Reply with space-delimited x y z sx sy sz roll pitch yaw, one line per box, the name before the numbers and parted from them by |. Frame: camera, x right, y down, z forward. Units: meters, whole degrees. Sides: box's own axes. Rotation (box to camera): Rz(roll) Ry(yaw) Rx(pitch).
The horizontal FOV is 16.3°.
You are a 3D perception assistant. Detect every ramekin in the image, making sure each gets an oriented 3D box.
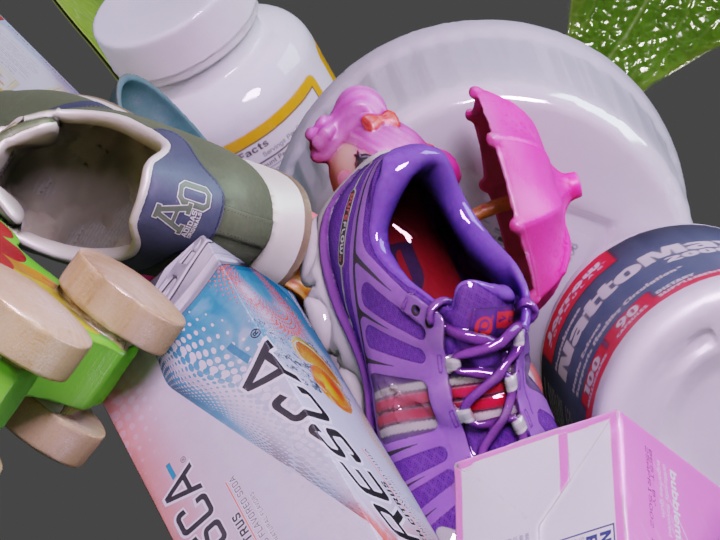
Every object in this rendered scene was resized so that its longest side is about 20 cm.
ramekin | 0.059 -0.008 1.148 0.200 0.200 0.098 42 9 -12

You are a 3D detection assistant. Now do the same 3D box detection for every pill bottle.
pill bottle | -0.058 -0.069 1.331 0.200 0.113 0.113 59 -3 -33
pill bottle | 0.135 0.044 1.008 0.120 0.120 0.200 42 3 -10

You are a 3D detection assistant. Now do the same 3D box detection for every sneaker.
sneaker | -0.119 -0.039 0.962 0.200 0.067 0.090 14 -1 37
sneaker | 0.036 0.046 0.901 0.200 0.080 0.083 66 -30 18

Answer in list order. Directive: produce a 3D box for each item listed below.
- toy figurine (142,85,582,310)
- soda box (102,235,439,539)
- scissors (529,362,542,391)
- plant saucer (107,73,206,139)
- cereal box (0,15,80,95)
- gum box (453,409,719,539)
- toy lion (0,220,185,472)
toy figurine | 0.000 0.000 1.035 0.200 0.184 0.150 36 -4 -8
soda box | -0.023 0.085 0.864 0.064 0.068 0.200 35 18 -52
scissors | 0.019 0.099 0.924 0.073 0.200 0.014 23 -32 -11
plant saucer | -0.071 0.002 1.182 0.200 0.036 0.200 56 10 -16
cereal box | -0.181 -0.088 1.226 0.144 0.040 0.200 45 6 -4
gum box | 0.088 0.151 0.792 0.113 0.066 0.201 36 44 -44
toy lion | -0.161 -0.012 0.829 0.192 0.069 0.200 37 6 6
